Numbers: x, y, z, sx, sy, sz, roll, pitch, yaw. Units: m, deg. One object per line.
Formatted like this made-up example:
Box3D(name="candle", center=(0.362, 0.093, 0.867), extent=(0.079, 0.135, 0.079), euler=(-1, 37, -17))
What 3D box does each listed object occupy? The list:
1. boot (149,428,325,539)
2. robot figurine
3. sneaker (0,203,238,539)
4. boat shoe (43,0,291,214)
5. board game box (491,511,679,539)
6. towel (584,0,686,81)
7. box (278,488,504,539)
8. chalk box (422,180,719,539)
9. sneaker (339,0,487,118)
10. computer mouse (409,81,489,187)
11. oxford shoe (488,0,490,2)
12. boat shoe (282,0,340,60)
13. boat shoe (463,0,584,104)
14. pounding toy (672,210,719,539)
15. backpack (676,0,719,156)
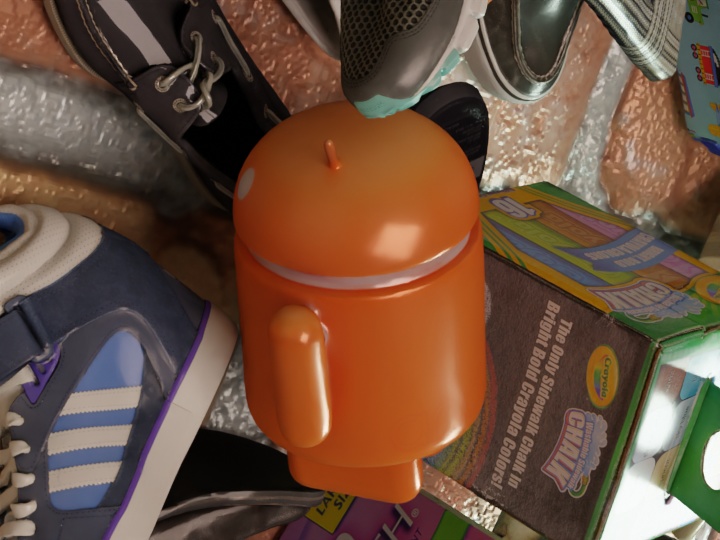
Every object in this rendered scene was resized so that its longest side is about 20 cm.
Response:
Box3D(name="boot", center=(-0.115, 0.175, 1.367), extent=(0.199, 0.069, 0.175), euler=(-7, 117, -31))
Box3D(name="robot figurine", center=(0.000, 0.008, 1.268), extent=(0.143, 0.117, 0.201), euler=(-20, 127, -25))
Box3D(name="sneaker", center=(-0.156, 0.068, 1.242), extent=(0.146, 0.081, 0.201), euler=(31, 70, -12))
Box3D(name="boat shoe", center=(-0.074, -0.092, 1.273), extent=(0.073, 0.063, 0.200), euler=(-49, 134, -13))
Box3D(name="board game box", center=(0.150, 0.208, 1.502), extent=(0.028, 0.199, 0.136), euler=(92, 22, -66))
Box3D(name="towel", center=(0.143, -0.216, 1.352), extent=(0.192, 0.034, 0.201), euler=(40, 60, -58))
Box3D(name="box", center=(0.030, 0.213, 1.407), extent=(0.097, 0.200, 0.177), euler=(34, 87, -43))
Box3D(name="chalk box", center=(0.120, 0.056, 1.370), extent=(0.123, 0.199, 0.125), euler=(-13, 127, -52))
Box3D(name="sneaker", center=(0.008, -0.164, 1.207), extent=(0.091, 0.077, 0.201), euler=(27, 61, -37))
Box3D(name="computer mouse", center=(0.000, 0.000, 1.392), extent=(0.140, 0.046, 0.201), euler=(-30, 137, -37))
Box3D(name="oxford shoe", center=(0.029, -0.219, 1.313), extent=(0.072, 0.071, 0.201), euler=(-14, 113, -15))
Box3D(name="boat shoe", center=(-0.035, -0.164, 1.266), extent=(0.067, 0.073, 0.200), euler=(-56, 135, -9))
Box3D(name="boat shoe", center=(0.090, -0.173, 1.377), extent=(0.070, 0.064, 0.201), euler=(-20, 121, -34))
Box3D(name="pounding toy", center=(0.268, 0.046, 1.560), extent=(0.143, 0.199, 0.185), euler=(-60, 142, -42))
Box3D(name="backpack", center=(0.272, -0.125, 1.461), extent=(0.134, 0.200, 0.184), euler=(-32, 128, -26))
